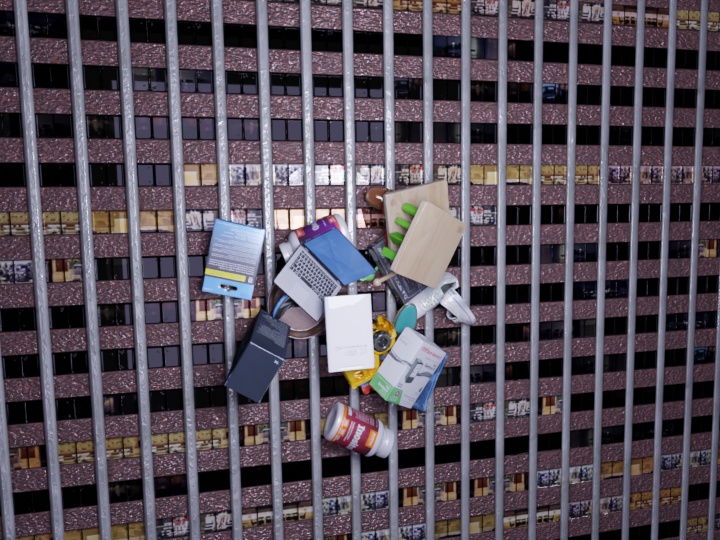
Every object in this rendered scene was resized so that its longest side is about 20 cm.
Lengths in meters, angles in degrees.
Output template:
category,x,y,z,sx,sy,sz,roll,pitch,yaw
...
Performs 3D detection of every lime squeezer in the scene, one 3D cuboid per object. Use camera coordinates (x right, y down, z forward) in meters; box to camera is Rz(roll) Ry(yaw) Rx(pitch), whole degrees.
category,x,y,z,sx,sy,sz,roll,pitch,yaw
lime squeezer,0.000,0.000,1.581,0.196,0.038,0.072,-8,96,-10

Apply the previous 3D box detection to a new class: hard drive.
category,x,y,z,sx,sy,sz,roll,pitch,yaw
hard drive,-0.031,0.170,1.453,0.129,0.027,0.205,-3,90,-13

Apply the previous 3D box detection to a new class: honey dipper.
category,x,y,z,sx,sy,sz,roll,pitch,yaw
honey dipper,0.122,-0.004,1.541,0.197,0.038,0.039,-27,100,-15

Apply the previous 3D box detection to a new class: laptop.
category,x,y,z,sx,sy,sz,roll,pitch,yaw
laptop,-0.094,0.016,1.426,0.187,0.115,0.201,46,72,-31

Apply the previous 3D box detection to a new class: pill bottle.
category,x,y,z,sx,sy,sz,roll,pitch,yaw
pill bottle,-0.129,-0.077,1.508,0.197,0.112,0.114,-24,99,-9
pill bottle,-0.002,0.486,1.584,0.197,0.113,0.115,26,89,-13

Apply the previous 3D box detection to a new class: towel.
category,x,y,z,sx,sy,sz,roll,pitch,yaw
towel,0.188,0.329,1.644,0.110,0.049,0.203,24,90,-12

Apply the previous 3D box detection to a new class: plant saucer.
category,x,y,z,sx,sy,sz,roll,pitch,yaw
plant saucer,-0.175,0.098,1.554,0.196,0.034,0.205,-1,94,-12

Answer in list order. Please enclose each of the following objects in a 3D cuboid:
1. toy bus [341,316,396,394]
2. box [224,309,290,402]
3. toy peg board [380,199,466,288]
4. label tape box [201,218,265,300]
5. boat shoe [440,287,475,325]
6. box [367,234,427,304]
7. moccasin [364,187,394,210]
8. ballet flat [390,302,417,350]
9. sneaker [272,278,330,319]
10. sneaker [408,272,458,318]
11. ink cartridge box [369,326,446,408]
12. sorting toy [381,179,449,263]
category,x,y,z,sx,sy,sz,roll,pitch,yaw
toy bus,0.025,0.262,1.570,0.197,0.136,0.195,-27,113,-11
box,-0.276,0.229,1.442,0.106,0.201,0.150,29,106,-13
toy peg board,0.166,-0.081,1.460,0.197,0.097,0.203,20,99,-44
label tape box,-0.357,-0.032,1.488,0.141,0.063,0.204,12,92,-13
boat shoe,0.293,0.125,1.602,0.066,0.072,0.200,-42,145,0
box,0.134,-0.025,1.588,0.157,0.048,0.202,-35,101,-19
moccasin,0.108,-0.196,1.566,0.198,0.078,0.075,24,90,-13
ballet flat,0.126,0.185,1.600,0.069,0.071,0.204,5,106,-12
sneaker,-0.166,0.077,1.501,0.198,0.071,0.083,-37,95,-10
sneaker,0.217,0.079,1.614,0.200,0.080,0.071,-41,103,-4
ink cartridge box,0.140,0.285,1.542,0.145,0.084,0.202,29,94,-46
sorting toy,0.155,-0.145,1.512,0.195,0.069,0.204,-16,113,-19
